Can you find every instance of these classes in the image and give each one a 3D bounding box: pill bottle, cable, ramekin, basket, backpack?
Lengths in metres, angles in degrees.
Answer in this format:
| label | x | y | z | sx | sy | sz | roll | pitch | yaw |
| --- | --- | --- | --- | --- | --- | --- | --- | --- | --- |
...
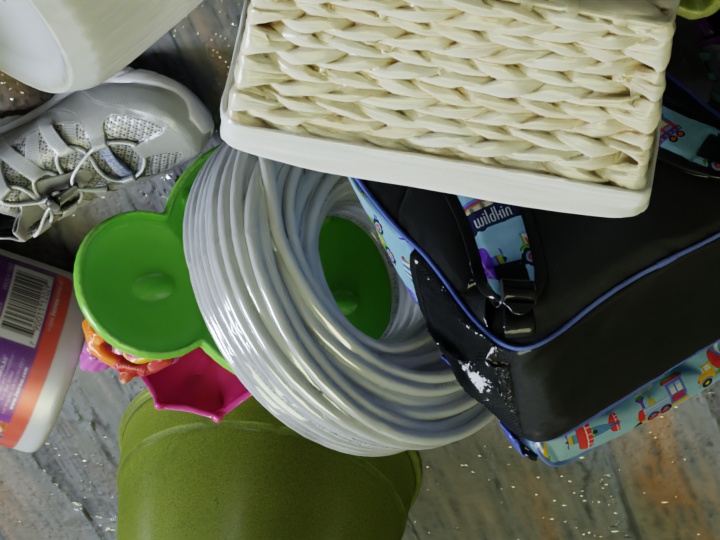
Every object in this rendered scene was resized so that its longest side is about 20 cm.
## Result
| label | x | y | z | sx | sy | sz | roll | pitch | yaw |
| --- | --- | --- | --- | --- | --- | --- | --- | --- | --- |
| pill bottle | -0.267 | 0.026 | 1.506 | 0.200 | 0.111 | 0.111 | 19 | 142 | -12 |
| cable | 0.000 | 0.000 | 1.339 | 0.200 | 0.200 | 0.069 | 20 | 150 | -33 |
| ramekin | -0.156 | -0.172 | 1.156 | 0.200 | 0.105 | 0.200 | 38 | 164 | 13 |
| basket | 0.047 | -0.123 | 1.150 | 0.200 | 0.136 | 0.123 | 11 | 139 | 0 |
| backpack | 0.093 | -0.029 | 1.271 | 0.183 | 0.200 | 0.135 | -31 | 140 | -13 |

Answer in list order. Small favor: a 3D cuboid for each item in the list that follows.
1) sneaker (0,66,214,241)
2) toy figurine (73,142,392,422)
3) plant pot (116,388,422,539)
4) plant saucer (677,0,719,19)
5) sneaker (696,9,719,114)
| label | x | y | z | sx | sy | sz | roll | pitch | yaw |
| --- | --- | --- | --- | --- | --- | --- | --- | --- | --- |
| sneaker | -0.166 | -0.049 | 1.409 | 0.200 | 0.082 | 0.075 | -17 | 135 | 31 |
| toy figurine | -0.095 | 0.030 | 1.445 | 0.200 | 0.150 | 0.184 | -11 | 164 | -29 |
| plant pot | -0.073 | 0.196 | 1.614 | 0.200 | 0.193 | 0.200 | 7 | 142 | 5 |
| plant saucer | 0.114 | -0.220 | 1.155 | 0.200 | 0.048 | 0.200 | 19 | 141 | -12 |
| sneaker | 0.197 | -0.095 | 1.297 | 0.088 | 0.074 | 0.200 | 30 | 134 | 2 |
